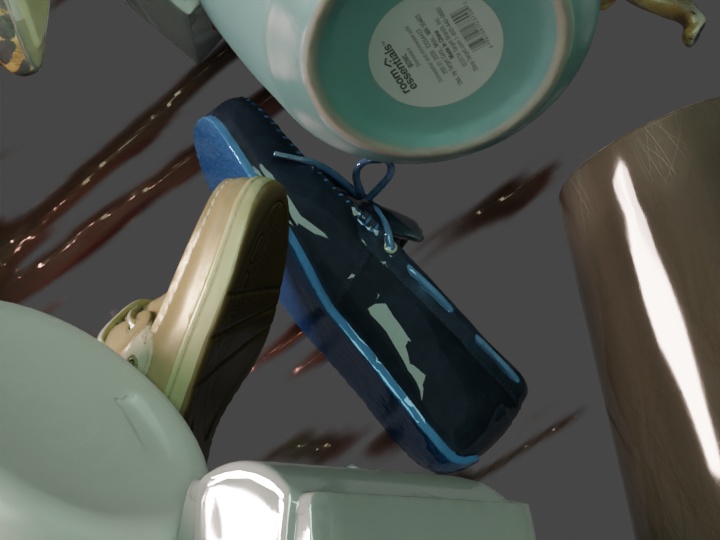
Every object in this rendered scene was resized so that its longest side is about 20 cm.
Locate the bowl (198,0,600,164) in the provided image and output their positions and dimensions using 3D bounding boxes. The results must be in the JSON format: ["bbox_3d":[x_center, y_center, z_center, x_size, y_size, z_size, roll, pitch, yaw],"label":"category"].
[{"bbox_3d":[0.025,-0.126,0.725,0.198,0.202,0.106,-7,43,-5],"label":"bowl"}]

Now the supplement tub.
[{"bbox_3d":[-0.164,0.128,0.667,0.144,0.145,0.201,37,111,7],"label":"supplement tub"}]

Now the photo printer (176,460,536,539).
[{"bbox_3d":[0.006,0.163,0.664,0.069,0.199,0.169,2,82,34],"label":"photo printer"}]

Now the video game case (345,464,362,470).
[{"bbox_3d":[-0.005,0.209,0.755,0.143,0.018,0.201,35,77,6],"label":"video game case"}]

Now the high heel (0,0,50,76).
[{"bbox_3d":[-0.222,-0.152,0.772,0.142,0.071,0.202,-26,75,14],"label":"high heel"}]

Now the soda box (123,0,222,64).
[{"bbox_3d":[-0.134,-0.194,0.826,0.200,0.068,0.064,40,79,7],"label":"soda box"}]

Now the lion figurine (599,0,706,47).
[{"bbox_3d":[0.147,-0.194,0.849,0.122,0.073,0.200,34,62,13],"label":"lion figurine"}]

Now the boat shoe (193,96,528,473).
[{"bbox_3d":[0.000,0.000,0.788,0.068,0.084,0.201,-38,97,-19],"label":"boat shoe"}]

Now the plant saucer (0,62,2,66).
[{"bbox_3d":[-0.253,-0.121,0.783,0.198,0.038,0.202,4,49,-4],"label":"plant saucer"}]

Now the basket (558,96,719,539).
[{"bbox_3d":[0.177,0.035,0.752,0.179,0.136,0.202,-25,72,15],"label":"basket"}]

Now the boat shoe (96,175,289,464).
[{"bbox_3d":[-0.090,0.045,0.738,0.064,0.072,0.202,26,108,15],"label":"boat shoe"}]
